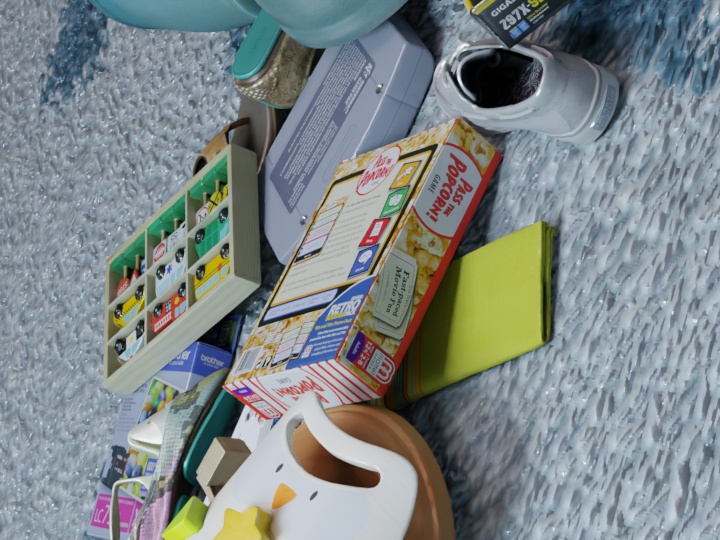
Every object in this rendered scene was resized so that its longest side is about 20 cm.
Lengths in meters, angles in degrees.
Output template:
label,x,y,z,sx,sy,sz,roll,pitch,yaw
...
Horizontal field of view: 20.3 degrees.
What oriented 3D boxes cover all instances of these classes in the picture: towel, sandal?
label,x,y,z,sx,sy,sz,roll,pitch,yaw
towel,0.062,0.037,1.339,0.199,0.018,0.087,-28,54,50
sandal,-0.117,-0.070,1.680,0.082,0.054,0.202,26,95,62

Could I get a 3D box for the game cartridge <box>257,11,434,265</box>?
label,x,y,z,sx,sy,sz,roll,pitch,yaw
game cartridge,-0.015,-0.105,1.546,0.201,0.041,0.133,-59,26,19

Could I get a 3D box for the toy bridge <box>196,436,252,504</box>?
label,x,y,z,sx,sy,sz,roll,pitch,yaw
toy bridge,-0.058,0.193,1.304,0.200,0.027,0.068,50,119,42

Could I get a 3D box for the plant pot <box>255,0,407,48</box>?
label,x,y,z,sx,sy,sz,roll,pitch,yaw
plant pot,-0.036,-0.287,1.501,0.199,0.134,0.202,-27,47,33

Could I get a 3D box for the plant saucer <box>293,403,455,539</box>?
label,x,y,z,sx,sy,sz,roll,pitch,yaw
plant saucer,-0.018,0.186,1.309,0.199,0.037,0.202,-17,68,47

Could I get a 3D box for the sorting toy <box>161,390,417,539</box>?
label,x,y,z,sx,sy,sz,roll,pitch,yaw
sorting toy,-0.049,0.170,1.225,0.199,0.107,0.181,31,86,47

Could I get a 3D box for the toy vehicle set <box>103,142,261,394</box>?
label,x,y,z,sx,sy,sz,roll,pitch,yaw
toy vehicle set,-0.147,0.001,1.629,0.200,0.026,0.125,-39,44,41

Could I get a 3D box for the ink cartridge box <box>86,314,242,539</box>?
label,x,y,z,sx,sy,sz,roll,pitch,yaw
ink cartridge box,-0.161,0.128,1.646,0.119,0.042,0.202,-3,68,59

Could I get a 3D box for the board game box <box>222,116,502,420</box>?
label,x,y,z,sx,sy,sz,roll,pitch,yaw
board game box,0.000,0.000,1.377,0.151,0.046,0.201,-16,42,56

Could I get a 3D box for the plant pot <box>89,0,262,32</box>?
label,x,y,z,sx,sy,sz,roll,pitch,yaw
plant pot,-0.121,-0.293,1.712,0.187,0.199,0.202,20,89,46

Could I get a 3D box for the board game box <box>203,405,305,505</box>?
label,x,y,z,sx,sy,sz,roll,pitch,yaw
board game box,-0.067,0.163,1.446,0.201,0.034,0.126,-66,28,15

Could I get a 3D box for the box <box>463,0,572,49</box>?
label,x,y,z,sx,sy,sz,roll,pitch,yaw
box,0.140,-0.260,1.301,0.199,0.049,0.160,-36,40,19

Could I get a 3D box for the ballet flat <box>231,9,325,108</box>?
label,x,y,z,sx,sy,sz,roll,pitch,yaw
ballet flat,-0.040,-0.218,1.624,0.070,0.065,0.201,11,69,48

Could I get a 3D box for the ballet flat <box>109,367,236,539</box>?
label,x,y,z,sx,sy,sz,roll,pitch,yaw
ballet flat,-0.154,0.162,1.549,0.069,0.070,0.202,65,-141,-69

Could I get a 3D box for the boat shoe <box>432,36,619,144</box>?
label,x,y,z,sx,sy,sz,roll,pitch,yaw
boat shoe,0.091,-0.124,1.335,0.073,0.068,0.200,-66,28,5
